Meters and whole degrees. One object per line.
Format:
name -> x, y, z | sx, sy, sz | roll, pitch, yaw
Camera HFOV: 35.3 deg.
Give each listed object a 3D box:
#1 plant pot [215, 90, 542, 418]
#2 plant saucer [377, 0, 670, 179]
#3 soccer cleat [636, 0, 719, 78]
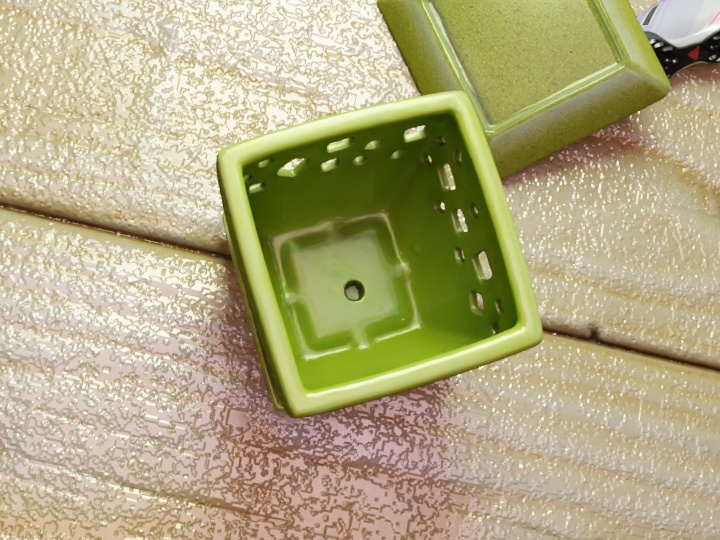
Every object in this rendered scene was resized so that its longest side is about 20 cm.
plant pot -> 0.000, 0.000, 0.873 | 0.197, 0.181, 0.202 | -15, 82, -14
plant saucer -> 0.140, -0.201, 0.977 | 0.198, 0.048, 0.201 | -26, 85, 5
soccer cleat -> 0.280, -0.219, 1.039 | 0.198, 0.068, 0.074 | -17, 53, -6
